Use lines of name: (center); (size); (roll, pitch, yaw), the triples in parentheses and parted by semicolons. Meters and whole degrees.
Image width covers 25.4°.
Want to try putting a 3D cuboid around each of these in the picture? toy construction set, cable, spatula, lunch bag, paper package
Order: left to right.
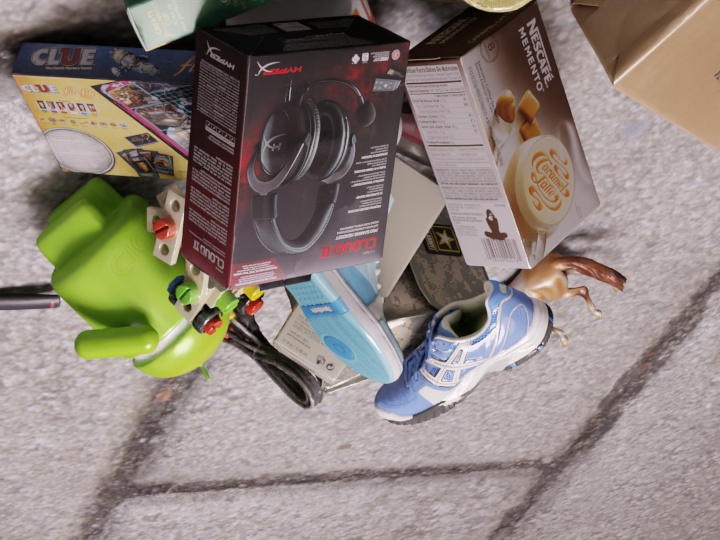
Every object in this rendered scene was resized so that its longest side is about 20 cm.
spatula: (-0.278, 0.023, 1.551); (0.198, 0.021, 0.057); (-6, 145, -20)
cable: (-0.118, 0.073, 1.571); (0.050, 0.201, 0.097); (-26, 158, -33)
toy construction set: (-0.103, -0.019, 1.381); (0.199, 0.092, 0.132); (-6, 141, -46)
lunch bag: (0.027, 0.006, 1.560); (0.198, 0.165, 0.118); (-17, 150, -6)
paper package: (0.325, -0.229, 1.450); (0.190, 0.104, 0.199); (-42, 141, 26)

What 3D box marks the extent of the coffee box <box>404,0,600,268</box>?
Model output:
coffee box: (0.122, -0.117, 1.381); (0.114, 0.079, 0.202); (-38, 118, -36)

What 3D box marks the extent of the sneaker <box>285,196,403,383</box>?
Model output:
sneaker: (0.002, -0.010, 1.361); (0.079, 0.131, 0.201); (1, 133, 49)

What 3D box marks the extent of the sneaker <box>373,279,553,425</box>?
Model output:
sneaker: (0.082, 0.072, 1.482); (0.199, 0.076, 0.077); (-38, 126, 25)

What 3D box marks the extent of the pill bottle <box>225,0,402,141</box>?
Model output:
pill bottle: (-0.030, -0.169, 1.332); (0.111, 0.113, 0.200); (-23, 146, 4)

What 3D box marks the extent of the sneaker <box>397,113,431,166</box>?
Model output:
sneaker: (0.106, -0.137, 1.487); (0.198, 0.075, 0.106); (18, 98, -17)

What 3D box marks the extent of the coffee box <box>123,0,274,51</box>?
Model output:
coffee box: (-0.085, -0.245, 1.184); (0.198, 0.124, 0.044); (-22, 134, -1)

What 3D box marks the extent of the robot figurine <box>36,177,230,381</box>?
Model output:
robot figurine: (-0.200, 0.014, 1.453); (0.115, 0.176, 0.200); (-36, 110, 22)

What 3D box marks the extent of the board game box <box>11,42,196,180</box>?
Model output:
board game box: (-0.169, -0.127, 1.306); (0.197, 0.035, 0.136); (5, 149, 13)

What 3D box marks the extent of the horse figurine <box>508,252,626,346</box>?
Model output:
horse figurine: (0.205, 0.032, 1.788); (0.132, 0.050, 0.200); (27, 134, -27)

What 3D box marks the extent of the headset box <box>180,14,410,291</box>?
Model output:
headset box: (-0.051, -0.082, 1.204); (0.147, 0.077, 0.202); (-10, 118, -36)

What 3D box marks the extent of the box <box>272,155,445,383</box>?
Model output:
box: (0.000, 0.000, 1.440); (0.201, 0.068, 0.082); (-57, 180, -5)

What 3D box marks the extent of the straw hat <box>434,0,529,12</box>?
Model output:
straw hat: (0.113, -0.260, 1.306); (0.199, 0.086, 0.202); (-14, 145, -10)
